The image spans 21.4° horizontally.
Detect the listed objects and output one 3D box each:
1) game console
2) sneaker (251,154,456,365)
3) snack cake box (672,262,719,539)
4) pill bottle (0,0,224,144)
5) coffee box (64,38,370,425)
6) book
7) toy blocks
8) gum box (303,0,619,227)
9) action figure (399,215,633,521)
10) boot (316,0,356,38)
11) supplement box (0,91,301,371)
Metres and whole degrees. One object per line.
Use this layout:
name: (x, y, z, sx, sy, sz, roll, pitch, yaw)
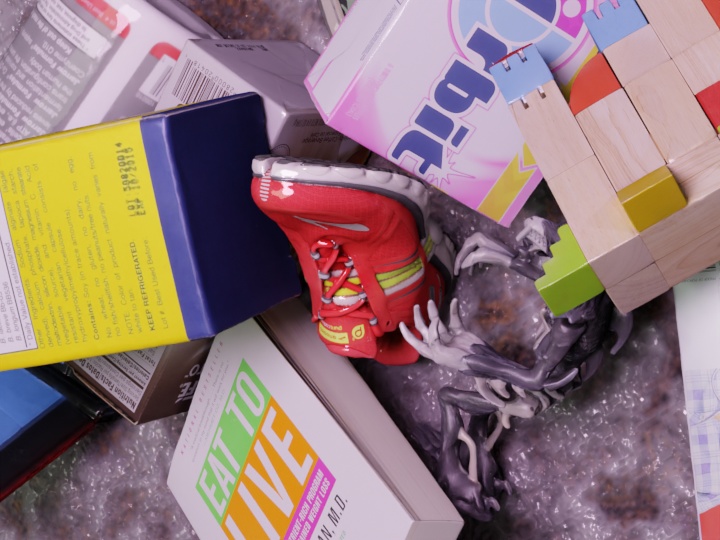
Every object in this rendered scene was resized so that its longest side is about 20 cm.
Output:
game console: (-0.243, 0.024, 1.168, 0.200, 0.119, 0.173, 30, 109, 27)
sneaker: (0.000, 0.000, 0.962, 0.077, 0.200, 0.085, 8, 75, 25)
snack cake box: (0.218, 0.060, 0.905, 0.115, 0.067, 0.201, -5, 91, 32)
pill bottle: (-0.170, -0.073, 1.094, 0.114, 0.114, 0.200, 40, 100, 24)
coffee box: (-0.079, -0.024, 1.063, 0.080, 0.114, 0.200, 37, 113, 23)
book: (-0.030, 0.121, 0.994, 0.200, 0.048, 0.134, 49, 123, 46)
toy blocks: (0.151, -0.078, 0.867, 0.199, 0.100, 0.137, -29, 52, 9)
gum box: (0.076, -0.137, 0.934, 0.200, 0.113, 0.066, -56, 24, 14)
action figure: (0.076, 0.033, 0.967, 0.102, 0.119, 0.200, 35, 119, 11)
boot: (0.049, -0.180, 0.994, 0.153, 0.073, 0.204, -26, 81, 28)
supplement box: (-0.148, -0.016, 0.965, 0.199, 0.109, 0.109, -9, 97, 23)
